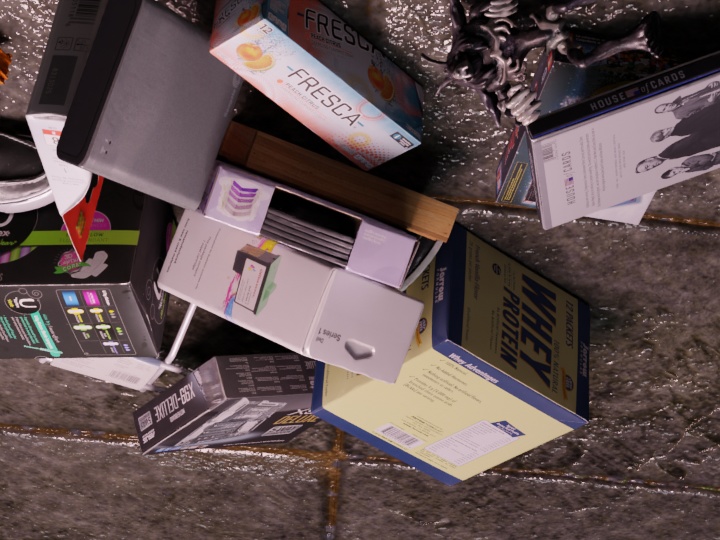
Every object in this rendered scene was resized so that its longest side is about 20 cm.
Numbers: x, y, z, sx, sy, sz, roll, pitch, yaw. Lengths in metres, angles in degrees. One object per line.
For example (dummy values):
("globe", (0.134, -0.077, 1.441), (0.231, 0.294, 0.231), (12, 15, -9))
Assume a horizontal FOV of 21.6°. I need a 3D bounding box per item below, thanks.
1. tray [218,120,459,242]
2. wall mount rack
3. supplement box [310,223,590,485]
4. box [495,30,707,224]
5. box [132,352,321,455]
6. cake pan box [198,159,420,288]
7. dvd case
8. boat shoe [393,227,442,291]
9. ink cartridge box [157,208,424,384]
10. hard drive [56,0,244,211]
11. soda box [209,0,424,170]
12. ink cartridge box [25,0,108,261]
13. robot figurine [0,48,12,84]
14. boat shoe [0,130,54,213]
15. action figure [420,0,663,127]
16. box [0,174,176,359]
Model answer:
("tray", (-0.020, -0.078, 1.681), (0.198, 0.037, 0.099), (19, -177, -20))
("wall mount rack", (-0.245, 0.055, 1.922), (0.198, 0.075, 0.174), (18, 146, -19))
("supplement box", (0.091, 0.089, 1.866), (0.199, 0.135, 0.199), (29, 139, -31))
("box", (0.206, -0.121, 1.635), (0.135, 0.038, 0.201), (9, 145, -7))
("box", (-0.112, 0.136, 1.968), (0.199, 0.050, 0.157), (0, 156, -43))
("cake pan box", (-0.050, -0.044, 1.658), (0.182, 0.053, 0.200), (18, -178, -9))
("dvd case", (0.236, -0.109, 1.564), (0.198, 0.025, 0.151), (-19, 151, 0))
("boat shoe", (0.000, 0.000, 1.811), (0.060, 0.074, 0.199), (42, 128, -16))
("ink cartridge box", (-0.063, 0.022, 1.724), (0.199, 0.085, 0.144), (23, -179, 40))
("hard drive", (-0.163, -0.133, 1.519), (0.033, 0.141, 0.200), (19, 179, 22))
("soda box", (-0.034, -0.167, 1.578), (0.068, 0.064, 0.199), (-24, 137, 34))
("ink cartridge box", (-0.219, -0.126, 1.572), (0.050, 0.164, 0.201), (2, 146, 11))
("robot figurine", (-0.408, -0.176, 1.617), (0.198, 0.059, 0.145), (-13, 140, 24))
("boat shoe", (-0.357, -0.102, 1.705), (0.197, 0.074, 0.068), (9, 161, 11))
("action figure", (0.131, -0.181, 1.494), (0.198, 0.102, 0.120), (-18, 96, 24))
("box", (-0.283, -0.010, 1.759), (0.198, 0.150, 0.125), (-2, 144, 9))
